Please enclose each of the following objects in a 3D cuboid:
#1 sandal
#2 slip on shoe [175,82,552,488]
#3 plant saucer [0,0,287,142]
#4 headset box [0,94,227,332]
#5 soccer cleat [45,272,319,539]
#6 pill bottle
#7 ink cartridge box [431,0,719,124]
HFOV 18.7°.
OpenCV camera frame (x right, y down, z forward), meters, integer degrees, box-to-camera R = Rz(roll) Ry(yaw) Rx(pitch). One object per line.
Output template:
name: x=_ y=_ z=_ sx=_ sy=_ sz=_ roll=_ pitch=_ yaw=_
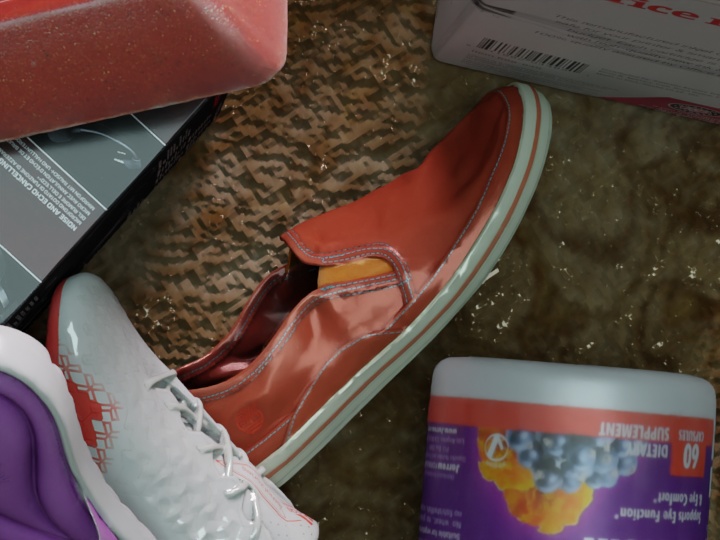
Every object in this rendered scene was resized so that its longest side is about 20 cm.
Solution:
sandal: x=-0.115 y=0.098 z=0.736 sx=0.082 sy=0.203 sz=0.050 roll=-10 pitch=45 yaw=11
slip on shoe: x=0.000 y=0.000 z=0.852 sx=0.200 sy=0.074 sz=0.061 roll=-47 pitch=109 yaw=-2
plant saucer: x=-0.123 y=-0.137 z=0.740 sx=0.199 sy=0.037 sz=0.201 roll=-11 pitch=60 yaw=18
headset box: x=-0.139 y=-0.018 z=0.801 sx=0.077 sy=0.149 sz=0.200 roll=43 pitch=84 yaw=-3
soccer cleat: x=-0.061 y=0.085 z=0.807 sx=0.085 sy=0.069 sz=0.201 roll=-7 pitch=119 yaw=16
pill bottle: x=0.075 y=0.137 z=0.835 sx=0.111 sy=0.111 sz=0.201 roll=4 pitch=87 yaw=-6
ink cartridge box: x=0.115 y=-0.118 z=0.808 sx=0.145 sy=0.200 sz=0.085 roll=12 pitch=86 yaw=-6
